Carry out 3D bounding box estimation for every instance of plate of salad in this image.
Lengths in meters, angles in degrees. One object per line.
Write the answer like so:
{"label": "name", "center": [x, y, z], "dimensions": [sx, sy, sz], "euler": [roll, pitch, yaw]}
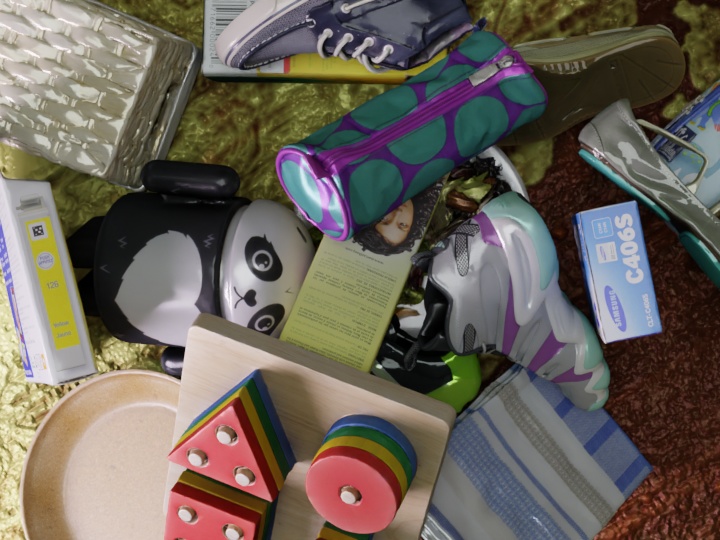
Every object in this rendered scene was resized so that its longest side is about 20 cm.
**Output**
{"label": "plate of salad", "center": [0.041, -0.029, 1.228], "dimensions": [0.199, 0.048, 0.201], "euler": [0, 90, 6]}

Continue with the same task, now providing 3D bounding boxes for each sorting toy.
{"label": "sorting toy", "center": [-0.052, 0.157, 1.102], "dimensions": [0.199, 0.070, 0.199], "euler": [20, 127, 10]}

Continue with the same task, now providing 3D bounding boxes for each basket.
{"label": "basket", "center": [-0.247, -0.160, 1.214], "dimensions": [0.199, 0.123, 0.136], "euler": [22, 94, 4]}

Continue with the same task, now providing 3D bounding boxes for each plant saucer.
{"label": "plant saucer", "center": [-0.183, 0.182, 1.242], "dimensions": [0.199, 0.035, 0.201], "euler": [-2, 82, 16]}

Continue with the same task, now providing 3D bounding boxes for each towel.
{"label": "towel", "center": [0.128, 0.163, 1.182], "dimensions": [0.200, 0.024, 0.147], "euler": [-40, 89, -30]}

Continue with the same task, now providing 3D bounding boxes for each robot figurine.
{"label": "robot figurine", "center": [-0.134, 0.001, 1.197], "dimensions": [0.199, 0.150, 0.125], "euler": [4, 62, 15]}

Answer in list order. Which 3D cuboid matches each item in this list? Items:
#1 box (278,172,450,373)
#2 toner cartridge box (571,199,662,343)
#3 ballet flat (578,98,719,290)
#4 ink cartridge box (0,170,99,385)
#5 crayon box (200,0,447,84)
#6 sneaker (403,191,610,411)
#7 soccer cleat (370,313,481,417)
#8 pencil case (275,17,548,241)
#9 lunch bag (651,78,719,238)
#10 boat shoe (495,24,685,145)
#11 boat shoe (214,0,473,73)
{"label": "box", "center": [0.000, 0.000, 1.147], "dimensions": [0.075, 0.050, 0.201], "euler": [21, 67, 2]}
{"label": "toner cartridge box", "center": [0.190, -0.001, 1.138], "dimensions": [0.043, 0.200, 0.095], "euler": [-12, 89, 7]}
{"label": "ballet flat", "center": [0.248, -0.048, 1.120], "dimensions": [0.200, 0.067, 0.064], "euler": [44, 92, 1]}
{"label": "ink cartridge box", "center": [-0.257, -0.011, 1.183], "dimensions": [0.047, 0.198, 0.201], "euler": [-12, 90, -16]}
{"label": "crayon box", "center": [-0.026, -0.216, 1.229], "dimensions": [0.199, 0.051, 0.127], "euler": [2, 91, 6]}
{"label": "sneaker", "center": [0.100, 0.050, 1.161], "dimensions": [0.140, 0.078, 0.200], "euler": [-29, 114, -2]}
{"label": "soccer cleat", "center": [-0.003, 0.076, 1.217], "dimensions": [0.199, 0.068, 0.081], "euler": [-3, 108, 5]}
{"label": "pencil case", "center": [0.038, -0.102, 1.117], "dimensions": [0.200, 0.092, 0.085], "euler": [-34, 78, -19]}
{"label": "lunch bag", "center": [0.327, -0.060, 1.186], "dimensions": [0.161, 0.082, 0.200], "euler": [-40, 88, 2]}
{"label": "boat shoe", "center": [0.156, -0.154, 1.213], "dimensions": [0.200, 0.063, 0.073], "euler": [-15, 116, 10]}
{"label": "boat shoe", "center": [-0.008, -0.184, 1.164], "dimensions": [0.200, 0.075, 0.093], "euler": [-28, 81, 5]}
